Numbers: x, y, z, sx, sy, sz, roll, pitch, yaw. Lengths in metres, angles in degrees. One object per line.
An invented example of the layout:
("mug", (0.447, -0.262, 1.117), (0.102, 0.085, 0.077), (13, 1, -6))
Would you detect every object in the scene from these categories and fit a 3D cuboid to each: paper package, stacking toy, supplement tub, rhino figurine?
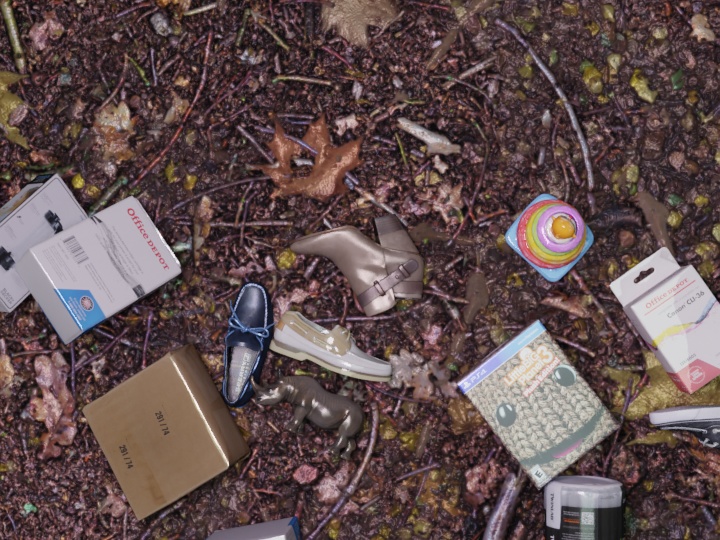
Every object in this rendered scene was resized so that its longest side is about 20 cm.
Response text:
("paper package", (-0.301, 0.249, 1.575), (0.190, 0.103, 0.201), (-31, 86, 12))
("stacking toy", (0.292, -0.059, 1.513), (0.116, 0.200, 0.110), (42, 90, 6))
("supplement tub", (0.335, 0.415, 1.524), (0.122, 0.123, 0.202), (1, 86, 4))
("rhino figurine", (-0.083, 0.213, 1.586), (0.199, 0.060, 0.088), (29, 83, -3))

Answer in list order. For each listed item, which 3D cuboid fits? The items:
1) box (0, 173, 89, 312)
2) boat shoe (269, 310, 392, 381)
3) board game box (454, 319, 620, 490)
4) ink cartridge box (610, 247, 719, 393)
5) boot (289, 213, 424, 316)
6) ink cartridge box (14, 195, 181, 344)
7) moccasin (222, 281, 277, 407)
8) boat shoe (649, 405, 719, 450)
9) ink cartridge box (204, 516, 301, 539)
("box", (-0.516, -0.044, 1.565), (0.200, 0.060, 0.117), (-52, 125, -32))
("boat shoe", (-0.040, 0.119, 1.589), (0.199, 0.075, 0.069), (17, 90, 3))
("board game box", (0.267, 0.201, 1.552), (0.159, 0.097, 0.200), (-39, 86, 1))
("ink cartridge box", (0.487, 0.073, 1.559), (0.116, 0.067, 0.201), (-35, 85, 1))
("boot", (0.000, 0.000, 1.596), (0.199, 0.070, 0.147), (-14, 88, 3))
("ink cartridge box", (-0.398, -0.003, 1.556), (0.200, 0.084, 0.145), (-34, 93, -40))
("moccasin", (-0.175, 0.118, 1.600), (0.080, 0.068, 0.202), (4, 88, 4))
("boat shoe", (0.541, 0.240, 1.549), (0.198, 0.072, 0.068), (0, 85, -3))
("ink cartridge box", (-0.154, 0.496, 1.540), (0.144, 0.147, 0.201), (-11, 87, 3))
